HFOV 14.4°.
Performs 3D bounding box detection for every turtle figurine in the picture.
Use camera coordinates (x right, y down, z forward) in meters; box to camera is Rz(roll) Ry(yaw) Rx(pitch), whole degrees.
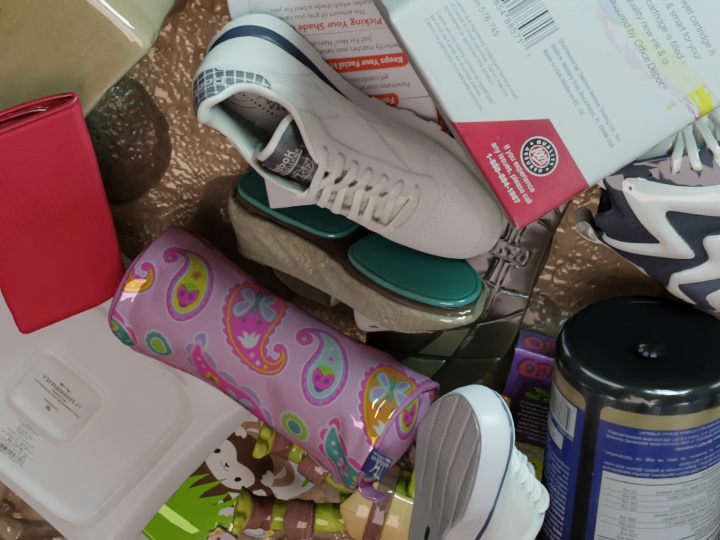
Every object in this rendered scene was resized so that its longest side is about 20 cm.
[{"bbox_3d":[0.009,0.139,1.779,0.161,0.064,0.200,18,117,-1],"label":"turtle figurine"}]

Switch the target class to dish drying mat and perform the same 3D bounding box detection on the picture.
[{"bbox_3d":[-0.184,-0.033,1.655,0.077,0.018,0.200,-20,148,-8],"label":"dish drying mat"}]

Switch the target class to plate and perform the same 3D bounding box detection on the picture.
[{"bbox_3d":[-0.187,0.074,1.796,0.199,0.032,0.200,40,121,-5],"label":"plate"}]

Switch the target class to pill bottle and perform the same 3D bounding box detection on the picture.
[{"bbox_3d":[0.163,0.126,1.697,0.112,0.112,0.200,8,121,6],"label":"pill bottle"}]

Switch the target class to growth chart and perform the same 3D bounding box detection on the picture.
[{"bbox_3d":[-0.101,0.119,1.831,0.145,0.018,0.200,37,121,-13],"label":"growth chart"}]

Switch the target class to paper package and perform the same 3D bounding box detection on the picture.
[{"bbox_3d":[-0.231,-0.158,1.638,0.200,0.104,0.191,40,119,-13],"label":"paper package"}]

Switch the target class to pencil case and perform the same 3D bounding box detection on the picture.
[{"bbox_3d":[-0.052,0.055,1.689,0.200,0.087,0.088,32,123,13],"label":"pencil case"}]

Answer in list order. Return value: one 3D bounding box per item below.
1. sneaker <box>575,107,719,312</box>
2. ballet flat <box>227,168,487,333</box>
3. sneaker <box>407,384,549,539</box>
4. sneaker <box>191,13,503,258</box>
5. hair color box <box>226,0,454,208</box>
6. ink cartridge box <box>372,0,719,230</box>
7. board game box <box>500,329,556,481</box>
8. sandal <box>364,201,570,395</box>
[{"bbox_3d":[0.190,-0.075,1.619,0.129,0.080,0.199,20,133,-11],"label":"sneaker"},{"bbox_3d":[0.000,0.000,1.674,0.200,0.067,0.062,31,133,38],"label":"ballet flat"},{"bbox_3d":[0.073,0.127,1.671,0.071,0.073,0.200,-14,149,-17],"label":"sneaker"},{"bbox_3d":[-0.009,-0.059,1.596,0.200,0.081,0.076,31,119,-11],"label":"sneaker"},{"bbox_3d":[-0.013,-0.139,1.631,0.111,0.064,0.200,-4,118,12],"label":"hair color box"},{"bbox_3d":[0.119,-0.150,1.517,0.200,0.145,0.145,-31,113,3],"label":"ink cartridge box"},{"bbox_3d":[0.179,0.116,1.769,0.200,0.032,0.120,16,125,1],"label":"board game box"},{"bbox_3d":[0.069,-0.011,1.702,0.082,0.055,0.200,22,109,-6],"label":"sandal"}]
